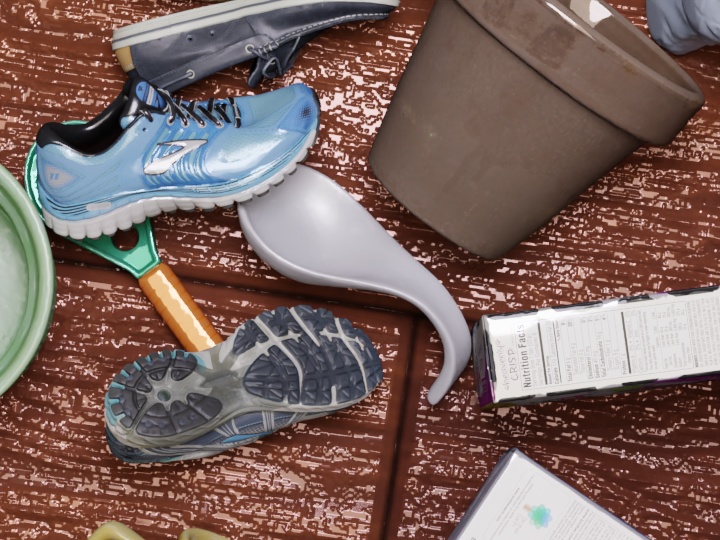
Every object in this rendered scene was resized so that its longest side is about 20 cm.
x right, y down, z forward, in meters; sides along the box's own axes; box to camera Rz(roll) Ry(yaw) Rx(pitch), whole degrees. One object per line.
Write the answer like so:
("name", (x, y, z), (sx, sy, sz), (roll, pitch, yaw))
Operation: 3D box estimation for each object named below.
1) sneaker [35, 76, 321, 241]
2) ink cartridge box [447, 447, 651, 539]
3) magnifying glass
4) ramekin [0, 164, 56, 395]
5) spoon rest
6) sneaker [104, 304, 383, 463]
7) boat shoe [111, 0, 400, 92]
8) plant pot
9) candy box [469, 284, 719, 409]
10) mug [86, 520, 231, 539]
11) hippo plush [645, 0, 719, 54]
("sneaker", (-0.122, -0.088, 1.512), (0.200, 0.078, 0.090), (-18, 121, -5))
("ink cartridge box", (0.146, 0.230, 1.527), (0.200, 0.076, 0.137), (34, 87, 3))
("magnifying glass", (-0.157, -0.016, 1.569), (0.080, 0.022, 0.200), (-36, 88, -3))
("ramekin", (-0.297, 0.010, 1.524), (0.199, 0.098, 0.201), (0, 87, 1))
("spoon rest", (0.000, 0.000, 1.542), (0.200, 0.099, 0.061), (43, 131, -2))
("sneaker", (-0.083, 0.082, 1.542), (0.200, 0.086, 0.078), (-10, 65, -22))
("boat shoe", (-0.068, -0.157, 1.557), (0.199, 0.075, 0.062), (-13, 95, 2))
("plant pot", (0.099, -0.106, 1.507), (0.200, 0.200, 0.175), (38, 103, 2))
("candy box", (0.177, 0.050, 1.511), (0.199, 0.136, 0.061), (-7, 85, 0))
("mug", (-0.105, 0.265, 1.506), (0.186, 0.149, 0.153), (37, 96, 41))
("hippo plush", (0.282, -0.221, 1.515), (0.160, 0.200, 0.160), (-13, 108, -9))
